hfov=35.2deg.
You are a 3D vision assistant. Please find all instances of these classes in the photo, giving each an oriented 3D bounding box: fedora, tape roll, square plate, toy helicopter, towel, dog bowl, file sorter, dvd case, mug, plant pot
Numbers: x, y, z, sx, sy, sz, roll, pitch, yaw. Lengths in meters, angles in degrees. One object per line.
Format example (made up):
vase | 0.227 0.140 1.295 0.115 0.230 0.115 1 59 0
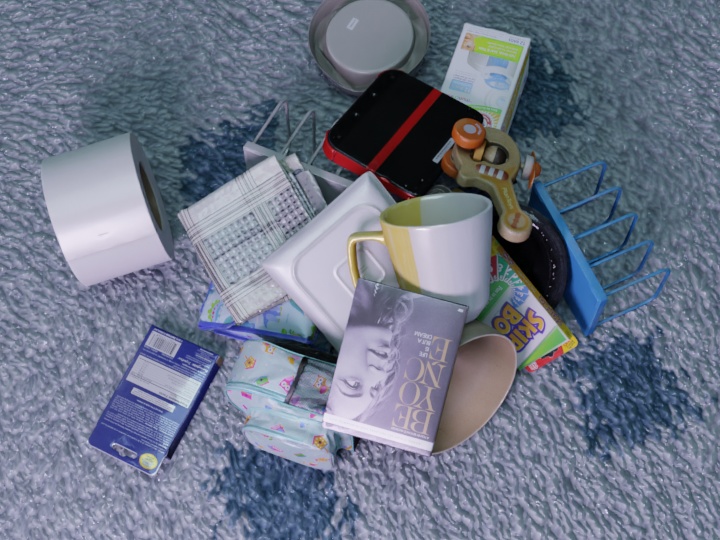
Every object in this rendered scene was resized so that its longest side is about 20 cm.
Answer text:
fedora | 0.216 -0.018 1.646 0.200 0.201 0.092 18 29 12
tape roll | -0.377 -0.092 1.703 0.139 0.203 0.203 -17 68 -1
square plate | 0.000 0.000 1.577 0.200 0.028 0.198 -40 103 2
toy helicopter | 0.199 -0.120 1.564 0.132 0.079 0.201 -3 53 -16
towel | -0.133 -0.049 1.608 0.199 0.035 0.193 -29 78 -1
dog bowl | 0.016 -0.372 1.852 0.199 0.059 0.201 -2 68 5
file sorter | -0.057 -0.155 1.726 0.199 0.139 0.125 22 60 13
dvd case | 0.044 0.124 1.464 0.148 0.016 0.201 15 93 9
mug | 0.096 -0.012 1.523 0.186 0.154 0.149 9 26 42
file sorter | 0.340 -0.036 1.647 0.122 0.139 0.200 -23 68 -8
plant pot | 0.101 0.136 1.585 0.200 0.201 0.134 -40 50 -10

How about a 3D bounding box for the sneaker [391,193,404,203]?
sneaker | 0.039 -0.017 1.710 0.071 0.073 0.201 20 80 3

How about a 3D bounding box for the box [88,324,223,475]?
box | -0.302 0.192 1.673 0.121 0.032 0.200 23 71 14

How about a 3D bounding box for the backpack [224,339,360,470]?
backpack | -0.092 0.182 1.578 0.199 0.176 0.154 26 74 10

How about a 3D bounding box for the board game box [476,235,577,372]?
board game box | 0.212 0.054 1.613 0.095 0.030 0.200 -36 100 32

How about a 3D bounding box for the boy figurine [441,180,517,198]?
boy figurine | 0.132 -0.096 1.681 0.200 0.064 0.124 -37 27 2

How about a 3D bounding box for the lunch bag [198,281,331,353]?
lunch bag | -0.130 0.024 1.680 0.199 0.127 0.171 10 74 22

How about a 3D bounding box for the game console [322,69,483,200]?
game console | 0.061 -0.202 1.667 0.177 0.031 0.200 31 60 14

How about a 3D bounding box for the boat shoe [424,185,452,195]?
boat shoe | 0.072 -0.029 1.616 0.067 0.057 0.200 32 101 12

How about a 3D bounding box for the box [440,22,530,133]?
box | 0.185 -0.265 1.769 0.112 0.101 0.201 17 71 12
